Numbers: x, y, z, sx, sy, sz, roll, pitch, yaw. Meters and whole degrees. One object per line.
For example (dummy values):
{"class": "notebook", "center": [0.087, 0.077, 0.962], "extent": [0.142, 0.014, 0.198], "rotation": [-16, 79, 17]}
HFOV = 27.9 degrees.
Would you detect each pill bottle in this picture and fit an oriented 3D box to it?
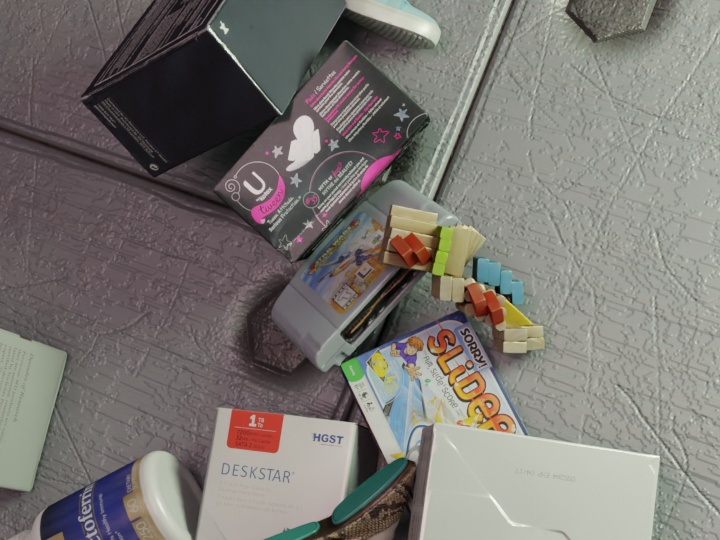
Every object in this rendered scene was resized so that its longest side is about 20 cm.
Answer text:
{"class": "pill bottle", "center": [-0.262, 0.275, 1.479], "extent": [0.200, 0.116, 0.116], "rotation": [-29, 67, 13]}

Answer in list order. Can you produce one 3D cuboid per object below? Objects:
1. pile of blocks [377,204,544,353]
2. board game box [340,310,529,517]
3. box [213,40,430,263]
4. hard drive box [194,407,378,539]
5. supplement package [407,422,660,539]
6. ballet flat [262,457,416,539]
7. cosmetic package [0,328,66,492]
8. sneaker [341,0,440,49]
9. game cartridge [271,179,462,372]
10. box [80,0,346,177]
{"class": "pile of blocks", "center": [0.106, 0.007, 1.373], "extent": [0.200, 0.062, 0.082], "rotation": [36, 89, -9]}
{"class": "board game box", "center": [0.082, 0.152, 1.394], "extent": [0.135, 0.034, 0.200], "rotation": [-25, 67, -6]}
{"class": "box", "center": [-0.037, -0.119, 1.470], "extent": [0.115, 0.132, 0.200], "rotation": [43, 95, 1]}
{"class": "hard drive box", "center": [-0.076, 0.246, 1.432], "extent": [0.156, 0.077, 0.200], "rotation": [3, 77, 22]}
{"class": "supplement package", "center": [0.147, 0.228, 1.284], "extent": [0.200, 0.111, 0.156], "rotation": [9, 81, -2]}
{"class": "ballet flat", "center": [-0.021, 0.251, 1.342], "extent": [0.200, 0.068, 0.075], "rotation": [-31, 99, 3]}
{"class": "cosmetic package", "center": [-0.451, 0.133, 1.547], "extent": [0.165, 0.200, 0.165], "rotation": [9, 80, 24]}
{"class": "sneaker", "center": [0.011, -0.305, 1.547], "extent": [0.200, 0.074, 0.082], "rotation": [30, 92, 25]}
{"class": "game cartridge", "center": [0.000, 0.000, 1.455], "extent": [0.200, 0.042, 0.133], "rotation": [-47, 38, -3]}
{"class": "box", "center": [-0.147, -0.224, 1.486], "extent": [0.198, 0.123, 0.200], "rotation": [-21, 31, 40]}
